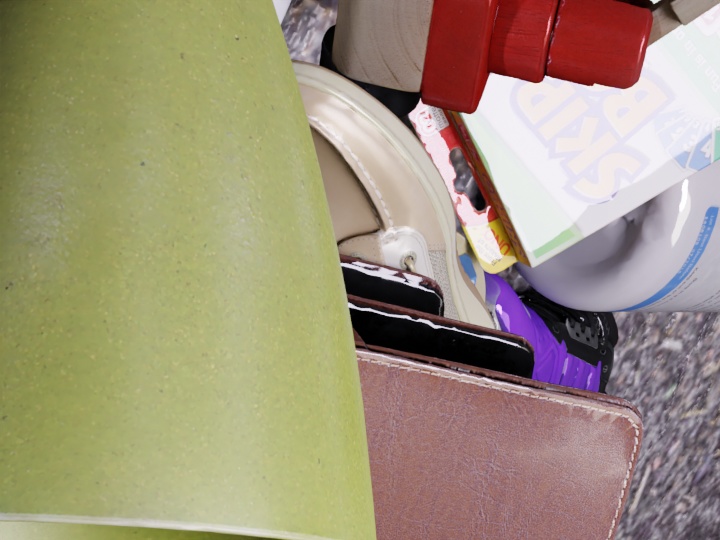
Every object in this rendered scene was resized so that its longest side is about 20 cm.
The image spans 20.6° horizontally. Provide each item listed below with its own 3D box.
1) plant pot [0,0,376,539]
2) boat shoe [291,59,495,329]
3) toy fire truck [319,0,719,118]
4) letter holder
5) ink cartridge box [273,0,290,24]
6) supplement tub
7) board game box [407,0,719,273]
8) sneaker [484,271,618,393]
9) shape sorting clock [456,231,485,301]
[{"bbox_3d":[-0.084,-0.009,0.647,0.186,0.186,0.202,18,70,-50],"label":"plant pot"},{"bbox_3d":[0.000,0.000,0.816,0.065,0.072,0.201,-58,140,-30],"label":"boat shoe"},{"bbox_3d":[0.097,-0.139,0.818,0.177,0.198,0.130,-67,169,-53],"label":"toy fire truck"},{"bbox_3d":[0.008,0.111,0.778,0.141,0.101,0.202,13,108,-23],"label":"letter holder"},{"bbox_3d":[-0.089,-0.144,0.763,0.147,0.075,0.202,27,87,-51],"label":"ink cartridge box"},{"bbox_3d":[0.177,-0.043,1.060,0.199,0.132,0.133,3,114,-46],"label":"supplement tub"},{"bbox_3d":[0.126,-0.084,0.925,0.199,0.030,0.096,-29,105,-5],"label":"board game box"},{"bbox_3d":[0.094,0.040,1.084,0.100,0.069,0.201,-45,148,-14],"label":"sneaker"},{"bbox_3d":[-0.016,0.060,0.935,0.199,0.039,0.201,-29,142,-25],"label":"shape sorting clock"}]
